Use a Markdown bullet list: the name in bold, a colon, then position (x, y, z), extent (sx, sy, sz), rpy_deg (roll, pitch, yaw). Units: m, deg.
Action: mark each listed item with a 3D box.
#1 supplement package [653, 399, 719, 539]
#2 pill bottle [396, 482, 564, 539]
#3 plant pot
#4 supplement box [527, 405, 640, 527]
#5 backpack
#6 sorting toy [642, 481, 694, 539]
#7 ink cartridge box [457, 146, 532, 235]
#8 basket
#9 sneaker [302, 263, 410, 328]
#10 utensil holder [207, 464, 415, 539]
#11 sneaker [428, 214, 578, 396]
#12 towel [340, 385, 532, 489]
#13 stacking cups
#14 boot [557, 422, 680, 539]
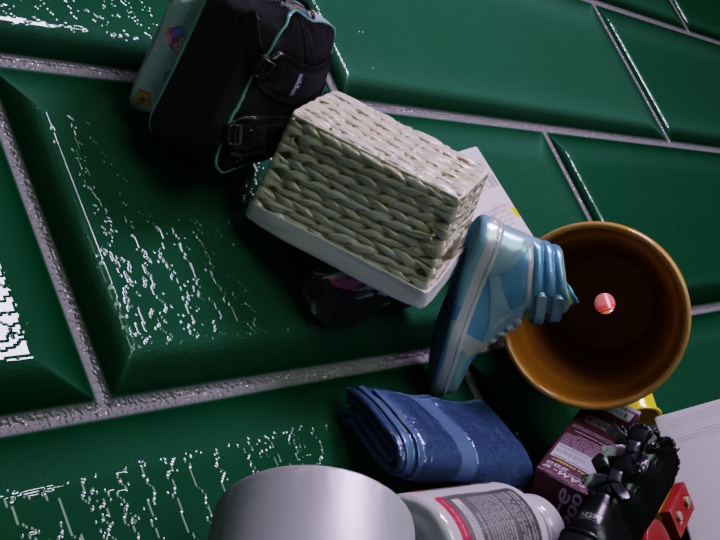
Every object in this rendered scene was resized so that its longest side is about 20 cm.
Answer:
- **supplement package**: position (0.456, 0.276, 1.421), extent (0.121, 0.120, 0.200), rpy_deg (52, 23, -53)
- **pill bottle**: position (0.102, 0.251, 1.042), extent (0.200, 0.111, 0.111), rpy_deg (6, 57, -48)
- **plant pot**: position (0.271, 0.043, 1.291), extent (0.200, 0.200, 0.183), rpy_deg (59, 16, 6)
- **supplement box**: position (0.230, 0.220, 1.220), extent (0.061, 0.109, 0.200), rpy_deg (26, 29, 20)
- **backpack**: position (-0.114, -0.193, 1.104), extent (0.153, 0.176, 0.200), rpy_deg (30, 16, 18)
- **sorting toy**: position (0.327, 0.334, 1.245), extent (0.199, 0.070, 0.200), rpy_deg (-33, 103, -56)
- **ink cartridge box**: position (0.146, -0.044, 1.390), extent (0.116, 0.067, 0.200), rpy_deg (-23, 80, -55)
- **basket**: position (0.014, -0.075, 1.113), extent (0.200, 0.123, 0.136), rpy_deg (29, 26, 9)
- **sneaker**: position (0.000, 0.000, 1.185), extent (0.086, 0.080, 0.200), rpy_deg (47, 27, 22)
- **utensil holder**: position (-0.041, 0.265, 0.809), extent (0.170, 0.170, 0.200), rpy_deg (35, 36, -27)
- **sneaker**: position (0.151, 0.052, 1.185), extent (0.130, 0.200, 0.080), rpy_deg (15, 19, -8)
- **towel**: position (0.080, 0.163, 1.114), extent (0.200, 0.049, 0.112), rpy_deg (16, 22, -44)
- **stacking cups**: position (0.342, 0.114, 1.514), extent (0.060, 0.060, 0.200), rpy_deg (26, 40, -36)
- **boot**: position (0.253, 0.256, 1.111), extent (0.162, 0.073, 0.198), rpy_deg (-49, 138, -34)
